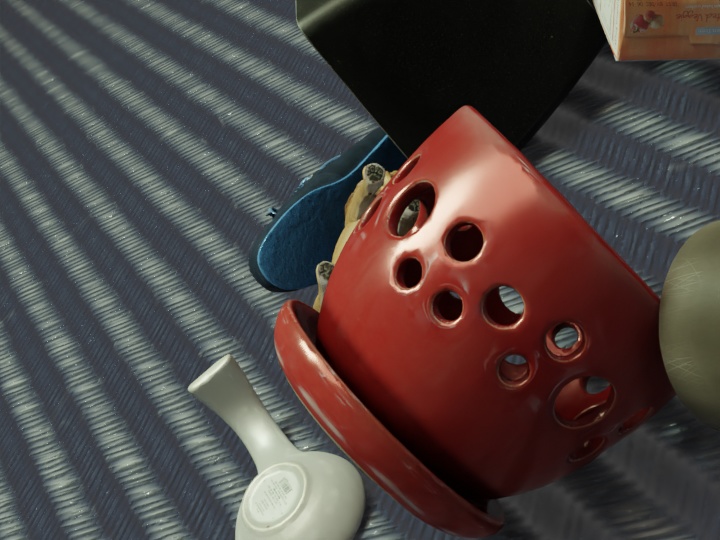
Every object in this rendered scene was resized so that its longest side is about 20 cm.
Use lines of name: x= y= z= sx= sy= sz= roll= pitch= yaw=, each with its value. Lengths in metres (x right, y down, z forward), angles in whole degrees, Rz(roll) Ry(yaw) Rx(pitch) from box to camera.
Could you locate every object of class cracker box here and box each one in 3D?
cracker box: x=0.237 y=-0.218 z=1.168 sx=0.133 sy=0.058 sz=0.200 roll=-1 pitch=32 yaw=-1

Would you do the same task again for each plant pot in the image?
plant pot: x=0.077 y=-0.206 z=1.250 sx=0.177 sy=0.200 sz=0.200 roll=-36 pitch=26 yaw=16
plant pot: x=0.068 y=0.039 z=0.911 sx=0.183 sy=0.200 sz=0.201 roll=-46 pitch=26 yaw=5

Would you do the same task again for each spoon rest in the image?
spoon rest: x=-0.057 y=0.137 z=1.084 sx=0.099 sy=0.061 sz=0.200 roll=-39 pitch=40 yaw=4

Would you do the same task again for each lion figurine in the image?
lion figurine: x=0.000 y=0.000 z=1.185 sx=0.201 sy=0.072 sz=0.123 roll=-59 pitch=-2 yaw=-21

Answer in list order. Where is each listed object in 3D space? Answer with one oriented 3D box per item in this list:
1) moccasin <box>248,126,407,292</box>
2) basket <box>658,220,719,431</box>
moccasin: x=-0.018 y=-0.046 z=1.297 sx=0.200 sy=0.081 sz=0.068 roll=-39 pitch=18 yaw=-31
basket: x=0.251 y=0.024 z=0.764 sx=0.200 sy=0.136 sz=0.181 roll=-3 pitch=62 yaw=56
